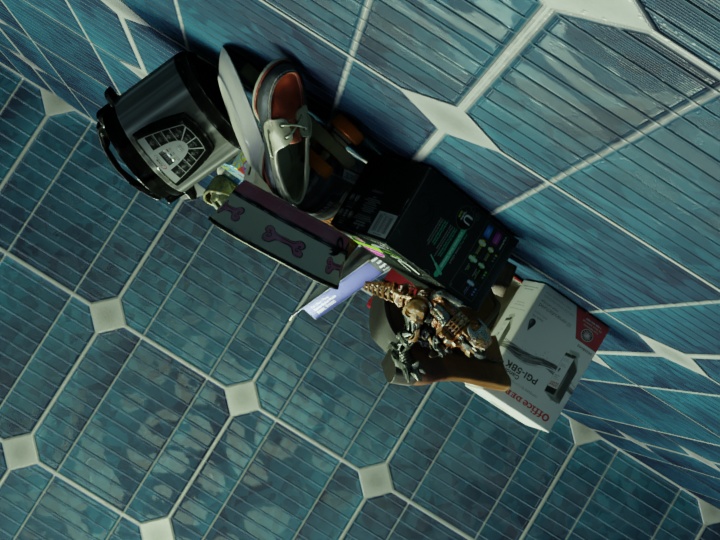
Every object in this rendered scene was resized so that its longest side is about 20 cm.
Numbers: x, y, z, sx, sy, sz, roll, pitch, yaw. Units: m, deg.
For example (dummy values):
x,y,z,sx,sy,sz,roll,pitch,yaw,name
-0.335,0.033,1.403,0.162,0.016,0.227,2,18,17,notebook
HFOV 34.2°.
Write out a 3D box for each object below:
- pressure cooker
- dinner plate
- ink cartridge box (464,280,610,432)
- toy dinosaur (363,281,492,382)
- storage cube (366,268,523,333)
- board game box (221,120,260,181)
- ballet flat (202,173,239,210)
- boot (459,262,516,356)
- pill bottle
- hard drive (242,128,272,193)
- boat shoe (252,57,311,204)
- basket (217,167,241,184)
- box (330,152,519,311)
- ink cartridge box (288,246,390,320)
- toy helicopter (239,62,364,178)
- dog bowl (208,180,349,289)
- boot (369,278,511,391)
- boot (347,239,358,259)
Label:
x,y,z,sx,sy,sz,roll,pitch,yaw,name
-0.283,-0.204,1.739,0.176,0.200,0.179,61,-168,19,pressure cooker
-0.162,-0.207,1.604,0.200,0.024,0.200,159,90,-81,dinner plate
0.283,0.138,1.884,0.147,0.200,0.083,33,174,-17,ink cartridge box
0.095,0.068,1.641,0.200,0.102,0.136,49,144,38,toy dinosaur
0.149,0.047,1.979,0.200,0.171,0.180,34,176,-24,storage cube
-0.134,-0.171,1.940,0.200,0.103,0.105,35,175,-33,board game box
-0.194,-0.101,1.970,0.200,0.071,0.071,31,175,37,ballet flat
0.137,0.032,1.767,0.155,0.200,0.074,24,135,4,boot
-0.033,-0.118,1.700,0.200,0.106,0.106,25,180,-35,pill bottle
-0.104,-0.128,1.847,0.027,0.132,0.200,5,168,41,hard drive
-0.093,-0.173,1.477,0.063,0.071,0.200,49,148,37,boat shoe
-0.170,-0.139,2.108,0.200,0.139,0.176,65,-171,23,basket
0.091,-0.053,1.636,0.200,0.124,0.149,35,173,-35,box
0.000,0.000,1.839,0.041,0.200,0.200,50,-144,-6,ink cartridge box
-0.083,-0.210,1.594,0.200,0.079,0.132,42,-176,2,toy helicopter
-0.102,-0.052,1.584,0.200,0.074,0.200,29,-179,0,dog bowl
0.122,0.095,1.771,0.200,0.069,0.188,4,-138,-23,boot
-0.010,-0.069,1.889,0.074,0.155,0.200,30,174,15,boot
